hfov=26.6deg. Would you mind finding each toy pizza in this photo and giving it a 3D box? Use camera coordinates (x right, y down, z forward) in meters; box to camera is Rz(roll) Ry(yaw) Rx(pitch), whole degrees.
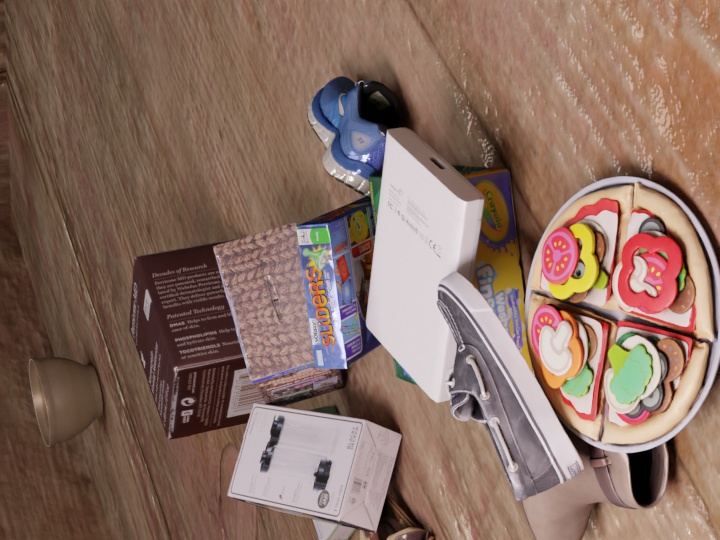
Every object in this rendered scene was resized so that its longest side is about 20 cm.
[{"bbox_3d":[0.180,0.031,1.100,0.200,0.032,0.201,-2,87,54],"label":"toy pizza"}]

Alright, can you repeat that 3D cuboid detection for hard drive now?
[{"bbox_3d":[0.053,-0.005,1.309,0.132,0.027,0.200,47,140,46],"label":"hard drive"}]

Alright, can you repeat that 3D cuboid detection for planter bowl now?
[{"bbox_3d":[-0.654,0.282,3.408,0.200,0.135,0.201,169,90,-69],"label":"planter bowl"}]

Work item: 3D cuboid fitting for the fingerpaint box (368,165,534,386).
[{"bbox_3d":[0.080,0.009,1.384,0.167,0.073,0.200,-165,65,-67],"label":"fingerpaint box"}]

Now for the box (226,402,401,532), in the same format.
[{"bbox_3d":[-0.055,0.219,1.716,0.200,0.060,0.117,1,72,47],"label":"box"}]

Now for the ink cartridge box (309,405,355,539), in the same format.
[{"bbox_3d":[-0.052,0.275,1.919,0.200,0.048,0.146,120,135,-57],"label":"ink cartridge box"}]

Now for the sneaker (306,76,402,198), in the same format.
[{"bbox_3d":[0.005,-0.150,1.519,0.089,0.078,0.200,-51,27,17],"label":"sneaker"}]

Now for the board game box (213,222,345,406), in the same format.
[{"bbox_3d":[-0.090,0.057,1.746,0.200,0.097,0.160,80,174,-76],"label":"board game box"}]

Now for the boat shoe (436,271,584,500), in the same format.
[{"bbox_3d":[0.097,0.089,1.182,0.200,0.068,0.072,61,178,29],"label":"boat shoe"}]

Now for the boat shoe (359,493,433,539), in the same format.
[{"bbox_3d":[0.048,0.308,1.637,0.200,0.072,0.072,-121,26,-56],"label":"boat shoe"}]

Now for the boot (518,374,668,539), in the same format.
[{"bbox_3d":[0.185,0.156,1.190,0.146,0.070,0.200,-154,55,-63],"label":"boot"}]

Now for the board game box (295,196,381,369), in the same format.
[{"bbox_3d":[0.004,0.004,1.456,0.200,0.034,0.136,-27,-69,-64],"label":"board game box"}]

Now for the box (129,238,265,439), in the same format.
[{"bbox_3d":[-0.207,0.092,2.064,0.166,0.164,0.200,103,149,-48],"label":"box"}]
